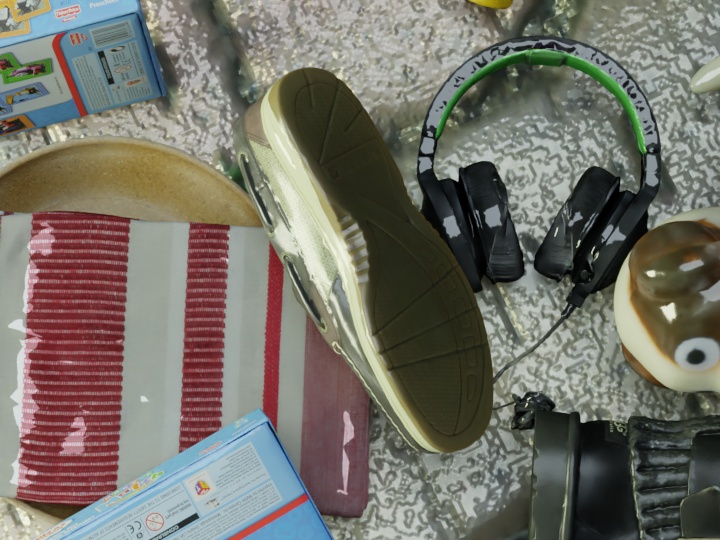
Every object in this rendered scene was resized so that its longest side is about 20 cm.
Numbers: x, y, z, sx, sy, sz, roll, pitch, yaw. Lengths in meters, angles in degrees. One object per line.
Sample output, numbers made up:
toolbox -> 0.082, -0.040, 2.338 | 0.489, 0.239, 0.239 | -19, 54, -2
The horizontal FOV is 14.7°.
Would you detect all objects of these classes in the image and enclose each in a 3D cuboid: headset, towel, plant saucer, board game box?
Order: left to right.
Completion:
board game box -> -0.203, -0.096, 1.383 | 0.200, 0.151, 0.037 | -16, 78, -3
plant saucer -> -0.126, 0.034, 1.404 | 0.200, 0.035, 0.201 | 3, 80, -17
towel -> -0.091, 0.047, 1.384 | 0.200, 0.023, 0.144 | 4, 83, -15
board game box -> -0.064, 0.191, 1.362 | 0.151, 0.037, 0.200 | -29, 100, -5
headset -> 0.088, -0.020, 1.402 | 0.123, 0.094, 0.200 | 3, 87, 2

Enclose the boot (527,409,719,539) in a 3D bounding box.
boot -> 0.157, 0.165, 1.343 | 0.157, 0.079, 0.212 | 3, 108, 2

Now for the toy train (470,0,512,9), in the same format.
toy train -> 0.105, -0.216, 1.418 | 0.056, 0.200, 0.151 | 3, 72, -38

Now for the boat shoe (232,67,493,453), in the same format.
boat shoe -> -0.001, 0.000, 1.370 | 0.072, 0.066, 0.201 | -25, 88, -39

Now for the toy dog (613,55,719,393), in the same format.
toy dog -> 0.210, -0.019, 1.359 | 0.194, 0.140, 0.200 | 42, 67, 14
